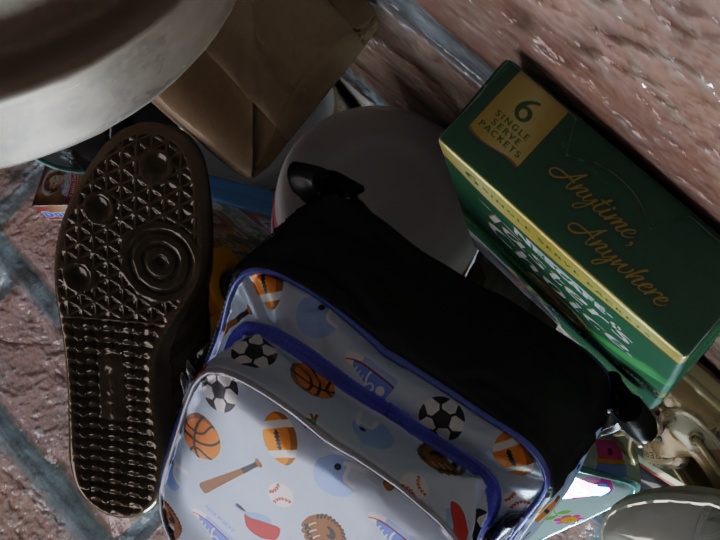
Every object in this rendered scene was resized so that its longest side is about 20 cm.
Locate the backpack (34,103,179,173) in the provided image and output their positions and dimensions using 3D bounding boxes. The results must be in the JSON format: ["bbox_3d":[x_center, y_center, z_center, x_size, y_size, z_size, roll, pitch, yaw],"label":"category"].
[{"bbox_3d":[-0.178,-0.168,0.901,0.200,0.176,0.153,46,-166,-24],"label":"backpack"}]

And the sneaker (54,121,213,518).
[{"bbox_3d":[-0.105,0.018,0.722,0.070,0.201,0.076,14,-158,6],"label":"sneaker"}]

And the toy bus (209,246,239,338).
[{"bbox_3d":[-0.068,0.089,0.815,0.078,0.065,0.200,-15,-108,-42],"label":"toy bus"}]

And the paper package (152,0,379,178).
[{"bbox_3d":[-0.110,-0.159,0.706,0.191,0.103,0.200,46,176,-32],"label":"paper package"}]

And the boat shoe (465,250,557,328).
[{"bbox_3d":[0.093,0.027,0.939,0.065,0.072,0.200,23,-176,5],"label":"boat shoe"}]

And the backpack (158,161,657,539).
[{"bbox_3d":[0.000,0.088,0.685,0.200,0.154,0.191,37,140,13],"label":"backpack"}]

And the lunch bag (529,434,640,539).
[{"bbox_3d":[0.057,0.112,0.867,0.160,0.077,0.200,16,149,-28],"label":"lunch bag"}]

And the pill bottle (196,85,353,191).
[{"bbox_3d":[-0.027,-0.054,1.040,0.111,0.111,0.200,42,177,41],"label":"pill bottle"}]

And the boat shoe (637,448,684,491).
[{"bbox_3d":[0.156,0.111,0.917,0.071,0.063,0.200,-9,-154,-39],"label":"boat shoe"}]

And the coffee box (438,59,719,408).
[{"bbox_3d":[0.094,-0.006,0.613,0.123,0.044,0.200,43,178,11],"label":"coffee box"}]

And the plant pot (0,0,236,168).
[{"bbox_3d":[-0.118,-0.145,0.362,0.200,0.200,0.175,44,161,9],"label":"plant pot"}]

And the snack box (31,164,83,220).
[{"bbox_3d":[-0.171,-0.128,1.060,0.072,0.201,0.024,0,153,27],"label":"snack box"}]

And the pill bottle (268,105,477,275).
[{"bbox_3d":[0.000,0.000,0.853,0.111,0.111,0.200,43,158,11],"label":"pill bottle"}]

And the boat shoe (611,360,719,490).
[{"bbox_3d":[0.181,0.101,0.775,0.200,0.063,0.073,44,178,-3],"label":"boat shoe"}]

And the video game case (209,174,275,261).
[{"bbox_3d":[-0.076,-0.012,1.010,0.143,0.018,0.200,16,160,26],"label":"video game case"}]

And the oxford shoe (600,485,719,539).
[{"bbox_3d":[0.194,0.153,0.722,0.200,0.058,0.075,10,138,45],"label":"oxford shoe"}]
